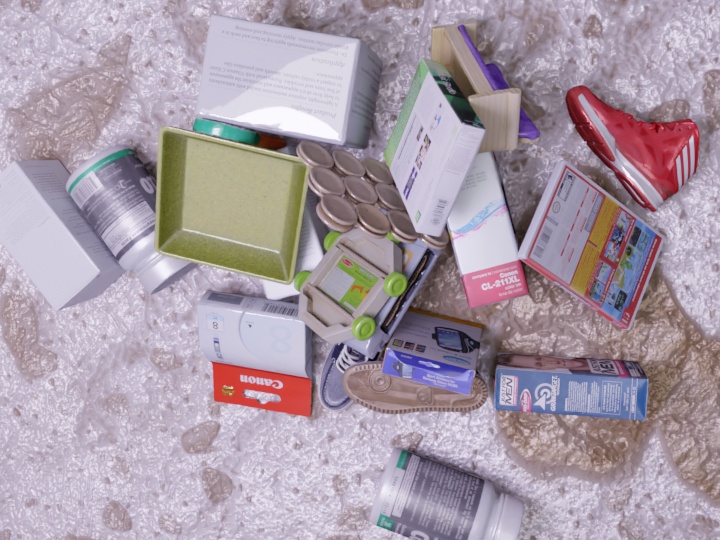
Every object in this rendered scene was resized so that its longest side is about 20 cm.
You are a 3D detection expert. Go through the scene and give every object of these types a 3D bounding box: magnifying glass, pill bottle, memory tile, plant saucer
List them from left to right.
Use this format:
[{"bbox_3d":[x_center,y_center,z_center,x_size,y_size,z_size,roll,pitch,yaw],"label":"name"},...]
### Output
[{"bbox_3d":[-0.326,-0.072,1.259,0.113,0.113,0.201,-36,91,12],"label":"pill bottle"},{"bbox_3d":[-0.170,-0.093,1.153,0.198,0.048,0.201,13,126,1],"label":"plant saucer"},{"bbox_3d":[-0.155,-0.182,1.169,0.079,0.200,0.023,15,95,20],"label":"magnifying glass"},{"bbox_3d":[0.016,-0.093,1.085,0.017,0.199,0.154,-52,45,32],"label":"memory tile"},{"bbox_3d":[0.123,0.338,1.226,0.199,0.113,0.114,19,100,8],"label":"pill bottle"}]

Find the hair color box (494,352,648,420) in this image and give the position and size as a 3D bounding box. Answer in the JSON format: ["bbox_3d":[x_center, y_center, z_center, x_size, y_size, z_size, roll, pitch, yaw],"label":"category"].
[{"bbox_3d":[0.285,0.157,1.187,0.198,0.100,0.061,2,97,9],"label":"hair color box"}]

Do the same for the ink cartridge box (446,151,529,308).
[{"bbox_3d":[0.161,-0.065,1.156,0.082,0.146,0.202,-14,95,11],"label":"ink cartridge box"}]

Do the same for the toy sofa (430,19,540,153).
[{"bbox_3d":[0.158,-0.240,1.104,0.097,0.201,0.083,-9,132,-5],"label":"toy sofa"}]

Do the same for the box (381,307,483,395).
[{"bbox_3d":[0.099,0.109,1.162,0.118,0.200,0.042,14,110,8],"label":"box"}]

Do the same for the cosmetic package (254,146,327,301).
[{"bbox_3d":[-0.109,-0.067,1.242,0.101,0.071,0.202,-16,94,12],"label":"cosmetic package"}]

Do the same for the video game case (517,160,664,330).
[{"bbox_3d":[0.305,-0.031,1.130,0.199,0.017,0.144,32,75,-22],"label":"video game case"}]

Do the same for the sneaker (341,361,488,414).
[{"bbox_3d":[0.075,0.152,1.215,0.198,0.109,0.071,4,103,3],"label":"sneaker"}]

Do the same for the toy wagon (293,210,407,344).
[{"bbox_3d":[0.000,0.000,1.142,0.201,0.040,0.155,-53,44,-2],"label":"toy wagon"}]

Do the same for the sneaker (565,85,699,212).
[{"bbox_3d":[0.369,-0.188,1.150,0.115,0.078,0.200,-39,102,4],"label":"sneaker"}]

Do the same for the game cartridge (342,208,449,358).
[{"bbox_3d":[0.023,0.010,1.171,0.133,0.042,0.201,24,79,43],"label":"game cartridge"}]

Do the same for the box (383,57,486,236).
[{"bbox_3d":[0.085,-0.155,1.056,0.036,0.201,0.145,10,122,-20],"label":"box"}]

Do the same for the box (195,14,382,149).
[{"bbox_3d":[-0.087,-0.244,1.150,0.197,0.200,0.132,12,98,8],"label":"box"}]

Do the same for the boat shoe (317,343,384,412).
[{"bbox_3d":[-0.012,0.122,1.239,0.074,0.093,0.201,26,101,6],"label":"boat shoe"}]

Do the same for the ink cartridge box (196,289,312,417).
[{"bbox_3d":[-0.152,0.133,1.255,0.159,0.047,0.201,8,119,9],"label":"ink cartridge box"}]

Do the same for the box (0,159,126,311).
[{"bbox_3d":[-0.448,-0.056,1.277,0.097,0.124,0.200,-38,89,13],"label":"box"}]
